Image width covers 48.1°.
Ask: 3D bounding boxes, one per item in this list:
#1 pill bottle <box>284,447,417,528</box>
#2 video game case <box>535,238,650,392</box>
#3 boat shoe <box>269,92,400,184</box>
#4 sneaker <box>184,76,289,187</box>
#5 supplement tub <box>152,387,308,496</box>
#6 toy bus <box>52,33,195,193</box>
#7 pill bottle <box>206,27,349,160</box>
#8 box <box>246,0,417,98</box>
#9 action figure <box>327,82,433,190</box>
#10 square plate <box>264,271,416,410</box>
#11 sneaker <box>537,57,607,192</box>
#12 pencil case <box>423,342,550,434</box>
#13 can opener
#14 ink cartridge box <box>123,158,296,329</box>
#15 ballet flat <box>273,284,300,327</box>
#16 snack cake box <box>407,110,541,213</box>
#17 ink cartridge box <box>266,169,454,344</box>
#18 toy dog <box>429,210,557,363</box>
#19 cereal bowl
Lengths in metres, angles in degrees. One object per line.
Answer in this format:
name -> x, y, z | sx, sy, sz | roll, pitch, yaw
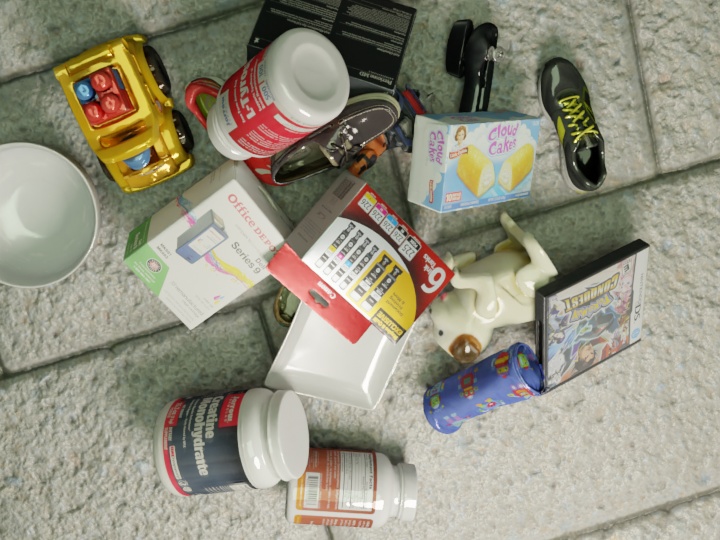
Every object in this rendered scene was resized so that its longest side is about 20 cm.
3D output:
pill bottle -> -0.015, 0.334, 1.239 | 0.195, 0.112, 0.115 | 6, 102, -6
video game case -> 0.340, 0.069, 1.187 | 0.197, 0.025, 0.184 | -24, 127, -20
boat shoe -> -0.036, -0.165, 1.055 | 0.197, 0.066, 0.072 | -19, 138, 23
sneaker -> -0.170, -0.184, 1.124 | 0.199, 0.085, 0.077 | 41, 106, -9
supplement tub -> -0.187, 0.247, 1.171 | 0.196, 0.140, 0.143 | -10, 104, 14
toy bus -> -0.311, -0.201, 1.059 | 0.133, 0.192, 0.203 | -22, 105, -1
pill bottle -> -0.111, -0.208, 1.003 | 0.111, 0.198, 0.115 | 11, 72, -35
box -> -0.038, -0.300, 1.074 | 0.196, 0.079, 0.143 | 17, 63, -1
action figure -> 0.012, -0.218, 1.148 | 0.190, 0.105, 0.203 | -23, 74, -5
square plate -> -0.023, 0.101, 1.201 | 0.197, 0.028, 0.201 | 17, 106, -28
sneaker -> 0.315, -0.208, 1.159 | 0.073, 0.085, 0.203 | -21, 103, 0
pencil case -> 0.184, 0.176, 1.193 | 0.086, 0.079, 0.199 | 21, 140, -37
can opener -> 0.164, -0.254, 1.158 | 0.063, 0.078, 0.205 | -12, 111, -41
ink cartridge box -> -0.206, -0.038, 1.126 | 0.198, 0.088, 0.146 | -33, 119, 10
ballet flat -> -0.067, -0.002, 1.184 | 0.069, 0.065, 0.203 | 25, 99, -5
snack cake box -> 0.158, -0.155, 1.108 | 0.197, 0.067, 0.117 | -13, 117, -41
ink cartridge box -> 0.000, 0.000, 1.102 | 0.176, 0.084, 0.200 | -49, 119, 0
toy dog -> 0.190, 0.042, 1.193 | 0.199, 0.140, 0.194 | -37, 122, 5
cereal bowl -> -0.457, -0.082, 1.128 | 0.195, 0.083, 0.205 | -1, 102, -4
